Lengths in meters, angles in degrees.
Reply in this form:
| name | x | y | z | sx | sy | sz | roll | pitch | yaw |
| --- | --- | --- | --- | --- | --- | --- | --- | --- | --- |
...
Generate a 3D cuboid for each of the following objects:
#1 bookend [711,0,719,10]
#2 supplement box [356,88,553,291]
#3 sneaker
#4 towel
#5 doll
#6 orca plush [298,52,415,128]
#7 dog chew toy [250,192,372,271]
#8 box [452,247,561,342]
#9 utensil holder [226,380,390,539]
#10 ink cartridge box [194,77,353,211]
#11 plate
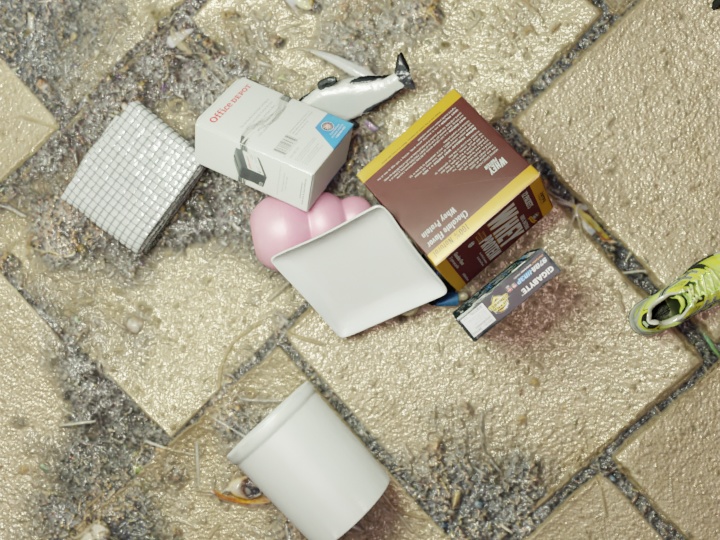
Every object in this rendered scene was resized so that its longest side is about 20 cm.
| name | x | y | z | sx | sy | sz | roll | pitch | yaw |
| --- | --- | --- | --- | --- | --- | --- | --- | --- | --- |
| bookend | 0.591 | -0.540 | 1.383 | 0.200 | 0.092 | 0.199 | -29 | 87 | 5 |
| supplement box | 0.143 | -0.118 | 1.366 | 0.197 | 0.133 | 0.200 | -41 | 64 | 3 |
| sneaker | 0.512 | 0.040 | 1.401 | 0.200 | 0.076 | 0.075 | -36 | 86 | 3 |
| towel | -0.356 | -0.150 | 1.464 | 0.166 | 0.086 | 0.200 | 37 | 95 | 5 |
| doll | 0.127 | -0.009 | 1.443 | 0.136 | 0.048 | 0.200 | 41 | 90 | 4 |
| orca plush | -0.013 | -0.294 | 1.438 | 0.200 | 0.071 | 0.105 | -28 | 132 | 30 |
| dog chew toy | -0.069 | -0.067 | 1.427 | 0.200 | 0.125 | 0.125 | -9 | 90 | -4 |
| box | 0.213 | 0.034 | 1.362 | 0.159 | 0.200 | 0.046 | -40 | 87 | 3 |
| utensil holder | -0.077 | 0.301 | 1.406 | 0.170 | 0.170 | 0.200 | -43 | 90 | 4 |
| ink cartridge box | -0.134 | -0.196 | 1.400 | 0.200 | 0.084 | 0.145 | 25 | 48 | 10 |
| plate | 0.000 | 0.000 | 1.377 | 0.200 | 0.032 | 0.200 | -25 | 125 | 22 |
